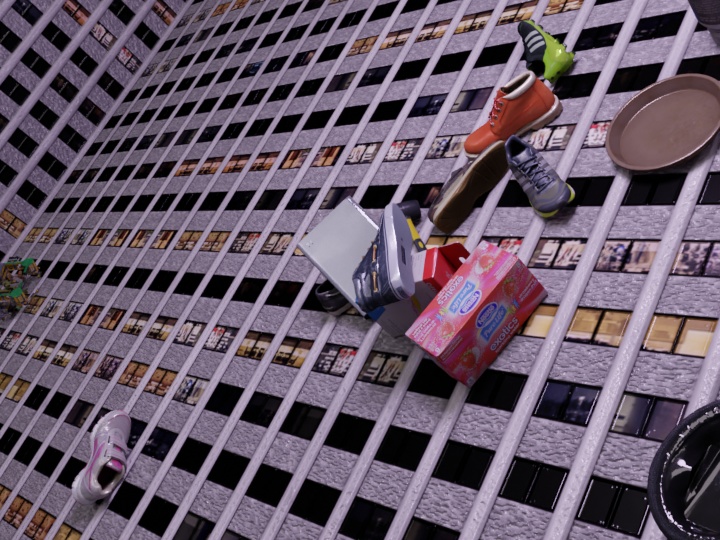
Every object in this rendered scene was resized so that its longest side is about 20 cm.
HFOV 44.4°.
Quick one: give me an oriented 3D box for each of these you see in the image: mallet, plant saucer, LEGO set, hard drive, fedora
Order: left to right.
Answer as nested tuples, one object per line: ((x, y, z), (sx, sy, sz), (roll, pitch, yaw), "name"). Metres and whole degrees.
((-1.047, 0.064, 2.676), (0.154, 0.116, 0.200), (-11, 44, -1), "LEGO set")
((-0.004, -0.025, 1.626), (0.140, 0.033, 0.200), (-43, 66, -3), "hard drive")
((0.112, -0.062, 1.629), (0.066, 0.041, 0.200), (-20, 46, -13), "mallet")
((0.489, -0.231, 1.407), (0.200, 0.029, 0.200), (-28, 38, 25), "plant saucer")
((0.420, 0.236, 0.962), (0.200, 0.092, 0.201), (-27, 39, 25), "fedora")

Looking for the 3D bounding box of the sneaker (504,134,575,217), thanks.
((0.293, -0.161, 1.495), (0.074, 0.081, 0.200), (-40, 35, 9), "sneaker")

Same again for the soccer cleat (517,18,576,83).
((0.346, -0.432, 1.727), (0.081, 0.067, 0.200), (-50, 33, 17), "soccer cleat")

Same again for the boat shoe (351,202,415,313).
((0.032, -0.024, 1.435), (0.091, 0.071, 0.200), (-24, 42, 23), "boat shoe")

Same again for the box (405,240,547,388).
((0.181, 0.067, 1.372), (0.200, 0.100, 0.095), (-49, 35, -5), "box")

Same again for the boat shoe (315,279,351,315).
((0.000, 0.000, 1.656), (0.200, 0.063, 0.073), (-42, 33, 5), "boat shoe")

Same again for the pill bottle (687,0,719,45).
((0.571, -0.458, 1.396), (0.114, 0.200, 0.114), (-27, 39, 24), "pill bottle")

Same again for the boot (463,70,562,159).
((0.261, -0.288, 1.635), (0.200, 0.107, 0.075), (-33, 39, 21), "boot")

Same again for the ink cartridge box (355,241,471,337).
((0.106, 0.034, 1.467), (0.200, 0.116, 0.067), (-19, 42, 34), "ink cartridge box")

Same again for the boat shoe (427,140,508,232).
((0.193, -0.162, 1.608), (0.200, 0.073, 0.065), (-48, 40, -1), "boat shoe")

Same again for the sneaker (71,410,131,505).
((-0.511, 0.383, 1.805), (0.088, 0.081, 0.200), (-8, 58, 40), "sneaker")
